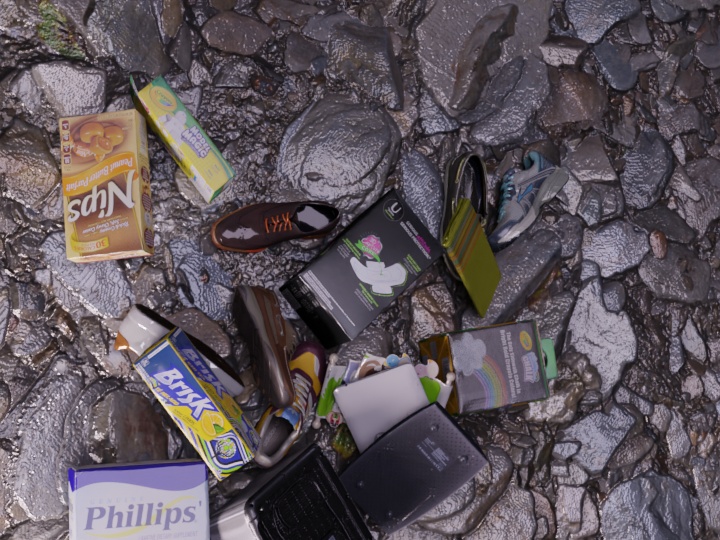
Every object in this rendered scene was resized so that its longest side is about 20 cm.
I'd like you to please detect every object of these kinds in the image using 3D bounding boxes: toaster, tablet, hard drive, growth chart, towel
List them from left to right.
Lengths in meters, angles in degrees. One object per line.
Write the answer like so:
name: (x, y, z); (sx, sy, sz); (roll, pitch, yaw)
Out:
toaster: (-0.097, 0.373, 1.449); (0.199, 0.118, 0.183); (-34, 94, -49)
growth chart: (0.034, 0.185, 1.536); (0.196, 0.018, 0.148); (11, 112, 2)
tablet: (0.053, 0.241, 1.538); (0.128, 0.014, 0.203); (-19, 107, 13)
hard drive: (0.075, 0.285, 1.522); (0.199, 0.042, 0.135); (-40, 102, 19)
towel: (0.171, -0.016, 1.601); (0.087, 0.018, 0.201); (-62, 144, -25)

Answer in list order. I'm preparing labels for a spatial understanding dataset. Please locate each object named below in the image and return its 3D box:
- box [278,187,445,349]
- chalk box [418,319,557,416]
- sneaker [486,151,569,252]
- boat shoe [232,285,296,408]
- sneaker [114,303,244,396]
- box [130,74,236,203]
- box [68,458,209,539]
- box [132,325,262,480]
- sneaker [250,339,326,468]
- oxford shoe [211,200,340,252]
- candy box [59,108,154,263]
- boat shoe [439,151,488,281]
box: (0.000, 0.000, 1.545); (0.199, 0.148, 0.125); (-41, 94, -18)
chalk box: (0.208, 0.149, 1.607); (0.196, 0.124, 0.127); (-6, 83, -20)
sneaker: (0.250, -0.112, 1.690); (0.086, 0.078, 0.200); (43, 62, -1)
boat shoe: (-0.124, 0.102, 1.502); (0.071, 0.076, 0.203); (-5, 57, -28)
sneaker: (-0.261, 0.135, 1.492); (0.198, 0.073, 0.085); (35, 93, -9)
box: (-0.261, -0.197, 1.505); (0.048, 0.117, 0.201); (-40, 95, -13)
box: (-0.301, 0.364, 1.417); (0.180, 0.105, 0.205); (-1, 82, -18)
box: (-0.220, 0.180, 1.423); (0.064, 0.070, 0.201); (-35, 98, 10)
sneaker: (-0.098, 0.194, 1.515); (0.074, 0.090, 0.203); (27, 75, -12)
oxford shoe: (-0.124, -0.074, 1.555); (0.196, 0.072, 0.073); (-13, 87, -19)
candy box: (-0.358, -0.118, 1.476); (0.113, 0.055, 0.205); (-6, 82, 6)
boat shoe: (0.169, -0.087, 1.660); (0.071, 0.060, 0.206); (3, 81, -20)
